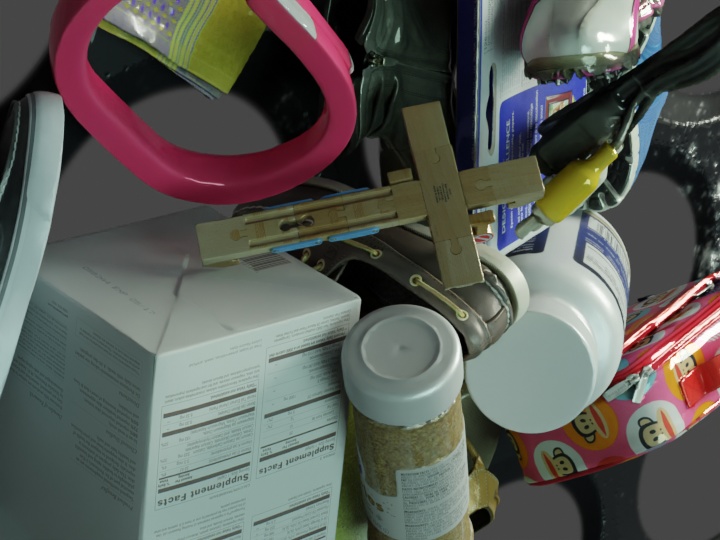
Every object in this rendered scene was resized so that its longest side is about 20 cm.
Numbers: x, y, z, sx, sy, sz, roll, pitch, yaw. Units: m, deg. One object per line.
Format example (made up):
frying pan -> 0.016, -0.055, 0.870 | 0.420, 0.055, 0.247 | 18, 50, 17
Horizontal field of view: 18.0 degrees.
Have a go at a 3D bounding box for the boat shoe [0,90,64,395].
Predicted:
boat shoe -> -0.215, -0.006, 1.252 | 0.066, 0.070, 0.200 | 13, 104, -18

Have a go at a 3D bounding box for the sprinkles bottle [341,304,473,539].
sprinkles bottle -> 0.030, 0.106, 1.340 | 0.068, 0.068, 0.200 | -38, 147, -23

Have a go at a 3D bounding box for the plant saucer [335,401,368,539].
plant saucer -> 0.015, 0.095, 1.479 | 0.200, 0.048, 0.200 | -49, 146, -54

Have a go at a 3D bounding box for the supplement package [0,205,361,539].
supplement package -> -0.111, 0.092, 1.338 | 0.150, 0.152, 0.200 | -15, 122, -38

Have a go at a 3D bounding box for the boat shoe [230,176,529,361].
boat shoe -> 0.000, 0.000, 1.354 | 0.060, 0.200, 0.072 | -46, 147, -40

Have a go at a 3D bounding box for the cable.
cable -> 0.167, -0.096, 1.358 | 0.050, 0.200, 0.097 | 47, 31, -13

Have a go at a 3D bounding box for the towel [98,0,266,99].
towel -> -0.072, -0.204, 1.302 | 0.144, 0.023, 0.200 | 35, 87, -48

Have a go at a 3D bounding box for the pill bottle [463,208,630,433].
pill bottle -> 0.118, 0.031, 1.488 | 0.200, 0.111, 0.111 | -64, 167, -70

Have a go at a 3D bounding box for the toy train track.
toy train track -> 0.006, -0.030, 1.312 | 0.199, 0.115, 0.033 | -11, 159, -3

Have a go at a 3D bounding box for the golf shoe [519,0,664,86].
golf shoe -> 0.134, -0.172, 1.368 | 0.200, 0.072, 0.092 | -60, 142, -62

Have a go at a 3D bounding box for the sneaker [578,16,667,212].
sneaker -> 0.169, -0.144, 1.548 | 0.089, 0.078, 0.201 | -27, 126, -68

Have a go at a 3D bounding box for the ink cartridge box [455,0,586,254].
ink cartridge box -> 0.092, -0.116, 1.419 | 0.200, 0.047, 0.198 | -27, 122, -60

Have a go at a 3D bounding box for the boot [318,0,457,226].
boot -> 0.013, -0.092, 1.396 | 0.131, 0.068, 0.201 | -31, 126, -53

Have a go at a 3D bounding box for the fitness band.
fitness band -> -0.087, -0.110, 1.282 | 0.143, 0.037, 0.200 | -25, 139, 17

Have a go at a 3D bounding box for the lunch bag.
lunch bag -> 0.208, 0.072, 1.605 | 0.200, 0.176, 0.082 | -33, 99, -44

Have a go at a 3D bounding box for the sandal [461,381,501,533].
sandal -> 0.065, 0.174, 1.633 | 0.080, 0.054, 0.200 | 1, 112, -45
